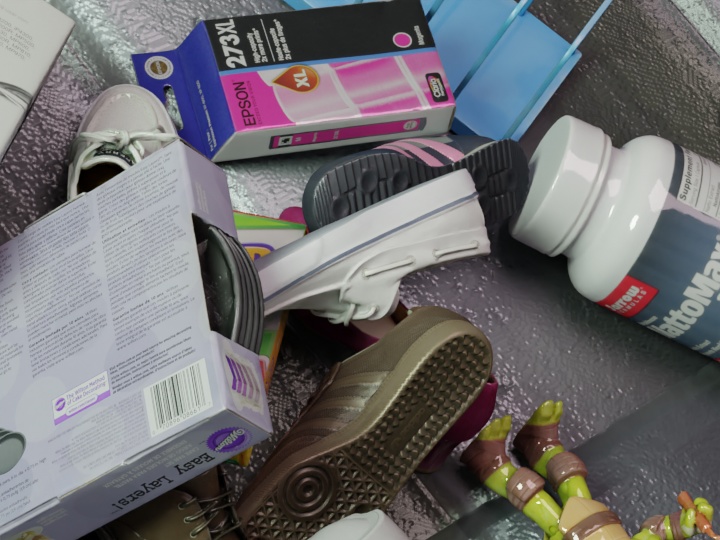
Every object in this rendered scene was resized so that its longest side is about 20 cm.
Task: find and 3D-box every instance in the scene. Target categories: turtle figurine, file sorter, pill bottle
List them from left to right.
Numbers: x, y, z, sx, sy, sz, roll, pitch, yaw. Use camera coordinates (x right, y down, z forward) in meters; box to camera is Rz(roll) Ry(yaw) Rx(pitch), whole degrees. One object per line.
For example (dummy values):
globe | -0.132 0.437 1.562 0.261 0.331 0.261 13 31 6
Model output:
file sorter | 0.071 -0.204 1.987 0.200 0.123 0.139 38 46 0
turtle figurine | 0.145 0.158 1.785 0.199 0.065 0.162 -21 60 -31
pill bottle | 0.206 -0.021 1.924 0.199 0.120 0.120 25 46 -11

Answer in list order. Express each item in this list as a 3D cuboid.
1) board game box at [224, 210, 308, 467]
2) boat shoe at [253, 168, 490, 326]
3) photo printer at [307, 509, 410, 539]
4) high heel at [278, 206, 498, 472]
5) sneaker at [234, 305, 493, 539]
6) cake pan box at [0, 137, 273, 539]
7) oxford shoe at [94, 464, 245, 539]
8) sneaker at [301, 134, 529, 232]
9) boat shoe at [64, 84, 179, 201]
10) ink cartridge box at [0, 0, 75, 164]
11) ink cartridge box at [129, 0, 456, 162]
board game box | -0.094 0.029 1.751 0.095 0.030 0.201 10 45 4
boat shoe | 0.000 0.000 1.742 0.199 0.073 0.066 -25 94 -28
photo printer | -0.013 0.240 1.586 0.200 0.069 0.167 -39 108 -43
high heel | 0.016 0.024 1.791 0.067 0.096 0.201 -10 62 -36
sneaker | -0.007 0.101 1.712 0.200 0.075 0.071 -41 119 -8
cake pan box | -0.146 0.046 1.611 0.052 0.199 0.185 32 36 -48
oxford shoe | -0.097 0.154 1.630 0.200 0.084 0.073 48 42 7
sneaker | 0.019 -0.050 1.861 0.199 0.082 0.071 -8 101 -47
boat shoe | -0.149 -0.057 1.750 0.074 0.086 0.203 5 48 1
ink cartridge box | -0.255 -0.062 1.663 0.083 0.147 0.201 29 47 -7
ink cartridge box | -0.044 -0.124 1.881 0.199 0.037 0.095 -9 59 -14
